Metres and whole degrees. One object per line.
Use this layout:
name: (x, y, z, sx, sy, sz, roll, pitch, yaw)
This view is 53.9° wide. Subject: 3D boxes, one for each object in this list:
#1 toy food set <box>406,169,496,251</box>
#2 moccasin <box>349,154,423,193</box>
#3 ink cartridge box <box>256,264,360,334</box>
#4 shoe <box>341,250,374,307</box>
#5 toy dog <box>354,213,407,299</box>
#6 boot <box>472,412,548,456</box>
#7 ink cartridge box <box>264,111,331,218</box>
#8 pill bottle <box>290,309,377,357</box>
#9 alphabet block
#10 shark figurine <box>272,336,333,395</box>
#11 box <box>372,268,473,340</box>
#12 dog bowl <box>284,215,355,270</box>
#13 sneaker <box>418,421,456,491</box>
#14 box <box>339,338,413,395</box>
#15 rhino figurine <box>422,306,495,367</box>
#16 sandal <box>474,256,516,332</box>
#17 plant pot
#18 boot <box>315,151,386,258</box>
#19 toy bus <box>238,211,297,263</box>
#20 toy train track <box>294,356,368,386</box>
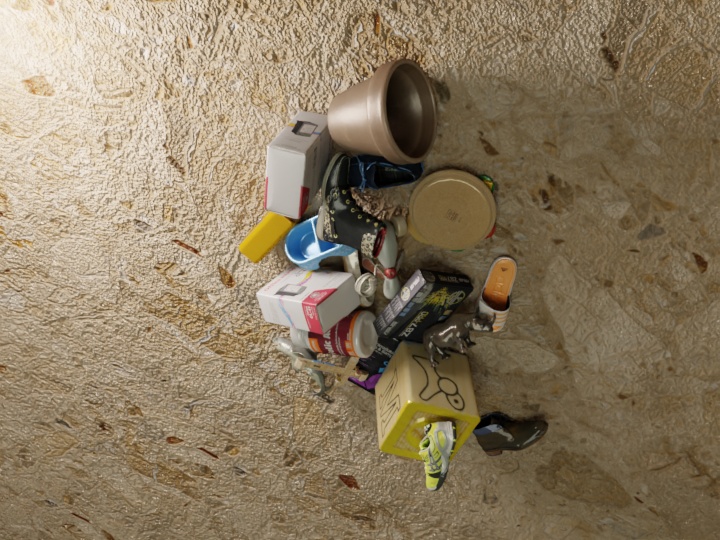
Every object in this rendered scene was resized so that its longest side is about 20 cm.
toy food set: (0.202, -0.129, 1.546, 0.195, 0.049, 0.202, 13, 124, 7)
moccasin: (0.034, -0.213, 1.526, 0.198, 0.068, 0.081, -7, 120, 22)
ink cartridge box: (-0.122, 0.064, 1.659, 0.198, 0.147, 0.086, 9, 126, 37)
shoe: (0.000, 0.000, 1.667, 0.053, 0.070, 0.202, 2, 122, 37)
toy dog: (0.050, -0.041, 1.616, 0.130, 0.096, 0.202, 4, 111, -23)
boot: (0.378, 0.411, 1.825, 0.199, 0.075, 0.097, -31, 112, 31)
ink cartridge box: (-0.126, -0.223, 1.475, 0.085, 0.201, 0.149, 13, 124, 7)
pill bottle: (-0.066, 0.149, 1.744, 0.198, 0.114, 0.115, 2, 123, 28)
alphabet block: (0.157, 0.322, 1.728, 0.193, 0.201, 0.198, 15, 127, -13)
shark figurine: (-0.122, 0.237, 1.843, 0.215, 0.090, 0.128, 51, 149, -17)
box: (0.145, 0.083, 1.648, 0.160, 0.049, 0.200, 10, 133, -36)
dog bowl: (-0.090, -0.074, 1.625, 0.198, 0.049, 0.113, -22, 75, 27)
sneaker: (0.170, 0.426, 1.646, 0.075, 0.076, 0.202, 8, 118, 0)
box: (0.052, 0.234, 1.826, 0.142, 0.036, 0.201, 29, 123, -4)
rhino figurine: (0.229, 0.145, 1.649, 0.199, 0.060, 0.088, -31, 86, 27)
sandal: (0.309, 0.066, 1.633, 0.078, 0.059, 0.209, 12, 124, 8)
plant pot: (0.034, -0.308, 1.415, 0.173, 0.200, 0.202, 1, 124, 37)
boot: (-0.009, -0.136, 1.503, 0.153, 0.073, 0.206, 24, 117, 24)
toy bus: (-0.199, -0.108, 1.651, 0.065, 0.079, 0.200, 41, 123, -12)
toy train track: (-0.070, 0.255, 1.785, 0.198, 0.033, 0.115, 15, 123, -23)
